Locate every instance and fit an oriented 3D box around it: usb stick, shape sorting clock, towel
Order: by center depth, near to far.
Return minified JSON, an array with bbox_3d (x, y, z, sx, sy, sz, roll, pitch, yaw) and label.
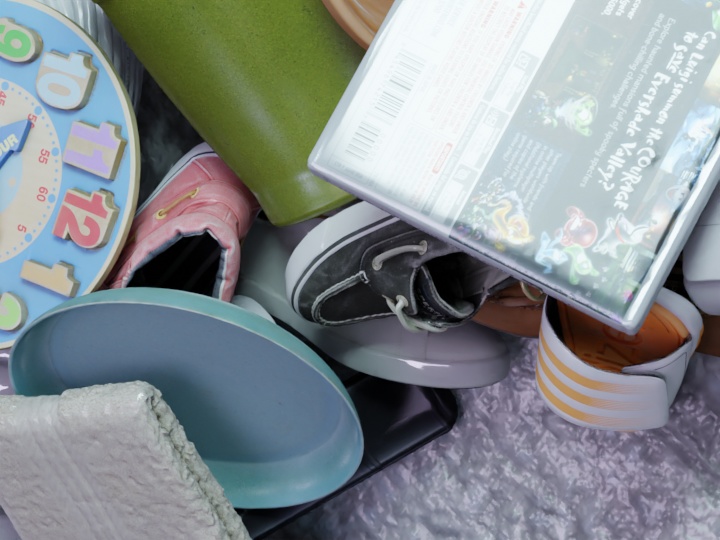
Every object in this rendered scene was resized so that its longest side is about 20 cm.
[{"bbox_3d":[-0.212,-0.055,1.649,0.200,0.039,0.200,-1,88,20],"label":"shape sorting clock"},{"bbox_3d":[-0.130,0.139,1.666,0.132,0.034,0.200,-7,129,28],"label":"towel"},{"bbox_3d":[-0.035,0.110,1.699,0.200,0.033,0.055,-32,91,18],"label":"usb stick"}]

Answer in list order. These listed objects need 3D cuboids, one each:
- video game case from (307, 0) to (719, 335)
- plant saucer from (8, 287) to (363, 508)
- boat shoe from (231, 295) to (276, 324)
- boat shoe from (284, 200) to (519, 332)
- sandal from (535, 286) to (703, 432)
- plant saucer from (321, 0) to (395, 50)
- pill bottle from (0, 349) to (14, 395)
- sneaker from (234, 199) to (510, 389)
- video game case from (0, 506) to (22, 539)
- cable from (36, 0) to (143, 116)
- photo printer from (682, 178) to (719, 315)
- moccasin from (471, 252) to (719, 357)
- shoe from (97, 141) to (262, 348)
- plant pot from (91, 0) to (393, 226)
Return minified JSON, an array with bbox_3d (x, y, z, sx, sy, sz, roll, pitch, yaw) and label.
[{"bbox_3d":[0.099,-0.096,1.444,0.182,0.023,0.200,27,83,13],"label":"video game case"},{"bbox_3d":[-0.093,0.066,1.621,0.200,0.027,0.200,10,147,7],"label":"plant saucer"},{"bbox_3d":[-0.102,0.089,1.725,0.069,0.057,0.200,47,139,11],"label":"boat shoe"},{"bbox_3d":[0.033,-0.004,1.532,0.200,0.071,0.064,-29,53,41],"label":"boat shoe"},{"bbox_3d":[0.128,0.059,1.521,0.079,0.207,0.059,17,68,11],"label":"sandal"},{"bbox_3d":[0.042,-0.196,1.509,0.037,0.200,0.200,5,106,55],"label":"plant saucer"},{"bbox_3d":[-0.207,0.102,1.799,0.109,0.109,0.200,16,111,30],"label":"pill bottle"},{"bbox_3d":[0.000,0.000,1.654,0.200,0.073,0.085,25,117,28],"label":"sneaker"},{"bbox_3d":[-0.189,0.216,1.774,0.024,0.200,0.182,-112,36,-52],"label":"video game case"},{"bbox_3d":[-0.214,-0.117,1.752,0.200,0.069,0.200,-38,68,26],"label":"cable"},{"bbox_3d":[0.259,-0.062,1.432,0.200,0.069,0.167,-4,72,34],"label":"photo printer"},{"bbox_3d":[0.119,0.001,1.559,0.201,0.074,0.078,15,155,31],"label":"moccasin"},{"bbox_3d":[-0.124,0.019,1.657,0.071,0.091,0.200,34,122,-11],"label":"shoe"},{"bbox_3d":[-0.033,-0.134,1.583,0.200,0.200,0.193,-22,98,36],"label":"plant pot"}]
